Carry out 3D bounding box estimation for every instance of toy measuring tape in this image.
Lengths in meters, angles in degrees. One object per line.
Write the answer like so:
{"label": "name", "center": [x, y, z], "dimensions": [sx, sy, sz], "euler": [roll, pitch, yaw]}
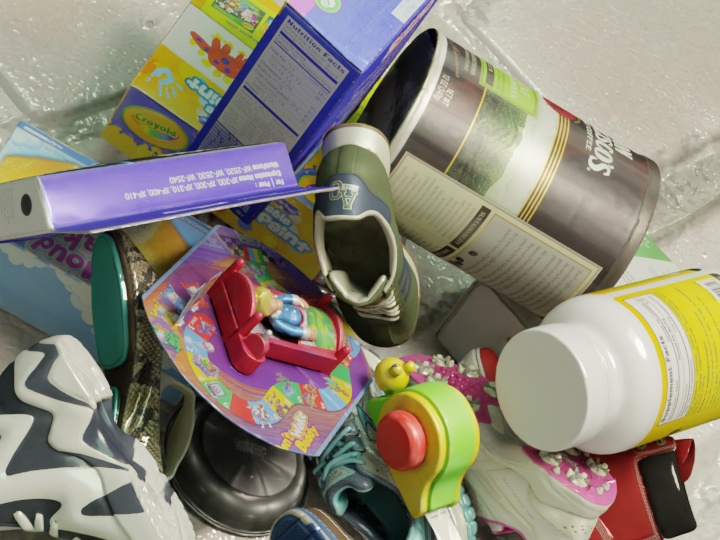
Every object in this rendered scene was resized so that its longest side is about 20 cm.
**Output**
{"label": "toy measuring tape", "center": [0.063, 0.145, 1.367], "dimensions": [0.073, 0.074, 0.201], "euler": [-12, 68, -40]}

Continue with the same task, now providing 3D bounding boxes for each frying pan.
{"label": "frying pan", "center": [-0.071, 0.112, 1.439], "dimensions": [0.115, 0.031, 0.190], "euler": [37, 43, -4]}

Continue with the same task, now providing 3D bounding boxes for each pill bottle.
{"label": "pill bottle", "center": [0.192, 0.066, 1.414], "dimensions": [0.199, 0.113, 0.113], "euler": [-11, 60, -43]}

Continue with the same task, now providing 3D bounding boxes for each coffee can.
{"label": "coffee can", "center": [0.100, -0.067, 1.487], "dimensions": [0.200, 0.146, 0.147], "euler": [29, 42, -14]}

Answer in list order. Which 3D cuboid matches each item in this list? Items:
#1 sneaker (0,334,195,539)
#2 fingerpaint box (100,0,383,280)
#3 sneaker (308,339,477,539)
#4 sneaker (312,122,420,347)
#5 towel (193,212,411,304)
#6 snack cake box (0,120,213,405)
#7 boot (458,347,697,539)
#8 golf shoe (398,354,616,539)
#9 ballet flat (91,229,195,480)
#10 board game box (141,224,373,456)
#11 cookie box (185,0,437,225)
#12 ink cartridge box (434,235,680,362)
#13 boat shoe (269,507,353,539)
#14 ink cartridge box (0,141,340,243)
{"label": "sneaker", "center": [-0.193, 0.155, 1.267], "dimensions": [0.200, 0.129, 0.079], "euler": [59, 9, -1]}
{"label": "fingerpaint box", "center": [-0.075, -0.116, 1.559], "dimensions": [0.200, 0.073, 0.167], "euler": [34, 47, -7]}
{"label": "sneaker", "center": [0.001, 0.129, 1.419], "dimensions": [0.200, 0.078, 0.086], "euler": [51, 33, 13]}
{"label": "sneaker", "center": [0.000, 0.000, 1.410], "dimensions": [0.067, 0.201, 0.090], "euler": [-2, 43, 10]}
{"label": "towel", "center": [-0.047, -0.050, 1.598], "dimensions": [0.199, 0.030, 0.147], "euler": [25, 44, -14]}
{"label": "snack cake box", "center": [-0.188, -0.006, 1.434], "dimensions": [0.199, 0.067, 0.115], "euler": [30, 41, -7]}
{"label": "boot", "center": [0.166, 0.125, 1.493], "dimensions": [0.201, 0.144, 0.072], "euler": [64, 9, 22]}
{"label": "golf shoe", "center": [0.089, 0.136, 1.440], "dimensions": [0.075, 0.092, 0.200], "euler": [-6, 36, -47]}
{"label": "ballet flat", "center": [-0.147, 0.073, 1.348], "dimensions": [0.075, 0.068, 0.201], "euler": [5, 80, -28]}
{"label": "board game box", "center": [-0.055, 0.035, 1.356], "dimensions": [0.158, 0.039, 0.200], "euler": [44, 30, -2]}
{"label": "cookie box", "center": [-0.025, -0.152, 1.427], "dimensions": [0.075, 0.200, 0.171], "euler": [40, 49, -1]}
{"label": "ink cartridge box", "center": [0.180, 0.048, 1.620], "dimensions": [0.145, 0.088, 0.200], "euler": [48, 41, 14]}
{"label": "boat shoe", "center": [0.013, 0.242, 1.352], "dimensions": [0.072, 0.072, 0.200], "euler": [-24, 78, -50]}
{"label": "ink cartridge box", "center": [-0.150, -0.052, 1.315], "dimensions": [0.198, 0.200, 0.044], "euler": [-12, 96, -39]}
